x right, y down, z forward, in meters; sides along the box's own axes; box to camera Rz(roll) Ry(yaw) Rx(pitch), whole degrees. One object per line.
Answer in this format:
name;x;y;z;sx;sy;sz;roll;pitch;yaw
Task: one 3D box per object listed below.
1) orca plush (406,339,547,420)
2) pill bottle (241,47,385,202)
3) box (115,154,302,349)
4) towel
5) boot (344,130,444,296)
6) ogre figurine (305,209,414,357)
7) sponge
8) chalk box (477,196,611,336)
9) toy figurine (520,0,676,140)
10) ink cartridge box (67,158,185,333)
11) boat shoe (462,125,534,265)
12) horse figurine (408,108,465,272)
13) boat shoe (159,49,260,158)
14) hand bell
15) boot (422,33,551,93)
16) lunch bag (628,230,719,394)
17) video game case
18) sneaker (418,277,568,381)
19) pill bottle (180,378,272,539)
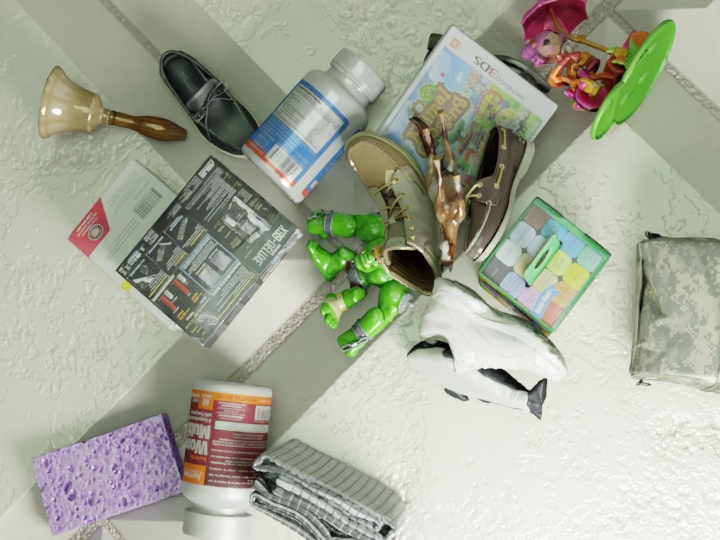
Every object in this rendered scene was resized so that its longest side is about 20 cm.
orca plush;0.161;0.122;1.390;0.198;0.106;0.071;8;52;40
pill bottle;-0.060;-0.202;1.448;0.112;0.112;0.200;42;88;9
box;-0.197;-0.025;1.388;0.157;0.050;0.201;38;87;9
towel;-0.043;0.302;1.359;0.198;0.166;0.086;25;92;9
boot;0.045;-0.075;1.367;0.072;0.155;0.200;-31;113;29
ogre figurine;0.000;0.000;1.428;0.119;0.098;0.202;-22;53;17
sponge;-0.345;0.281;1.462;0.198;0.030;0.113;-19;81;4
chalk box;0.232;-0.002;1.345;0.123;0.200;0.125;39;90;8
toy figurine;0.288;-0.287;1.409;0.183;0.151;0.200;33;64;21
ink cartridge box;-0.278;-0.031;1.465;0.200;0.083;0.146;40;88;10
boat shoe;0.165;-0.099;1.354;0.059;0.072;0.201;31;62;-13
horse figurine;0.104;-0.115;1.347;0.049;0.133;0.201;-11;45;0
boat shoe;-0.215;-0.236;1.495;0.075;0.062;0.200;-42;82;-2
hand bell;-0.346;-0.215;1.508;0.197;0.104;0.105;14;84;-5
boot;0.145;-0.217;1.457;0.198;0.069;0.176;19;94;4
lunch bag;0.430;0.054;1.347;0.165;0.139;0.203;6;83;6
video game case;0.135;-0.193;1.419;0.181;0.022;0.201;34;102;-10
sneaker;0.161;0.094;1.320;0.199;0.078;0.100;31;99;6
pill bottle;-0.181;0.250;1.407;0.108;0.110;0.203;5;83;7
